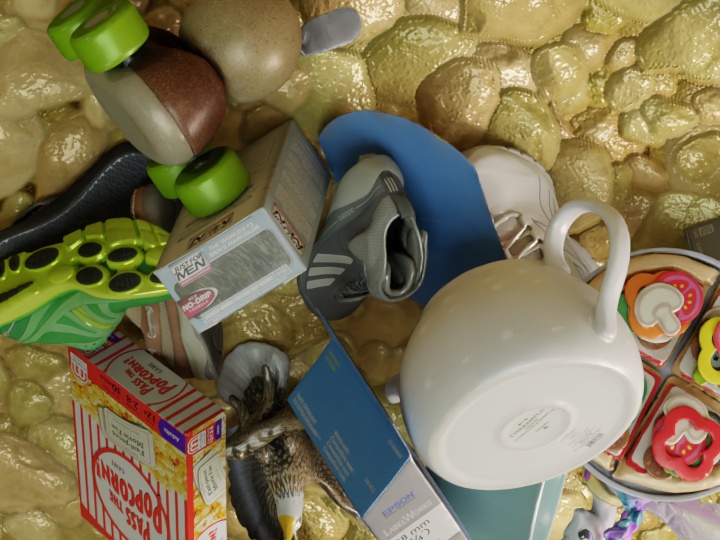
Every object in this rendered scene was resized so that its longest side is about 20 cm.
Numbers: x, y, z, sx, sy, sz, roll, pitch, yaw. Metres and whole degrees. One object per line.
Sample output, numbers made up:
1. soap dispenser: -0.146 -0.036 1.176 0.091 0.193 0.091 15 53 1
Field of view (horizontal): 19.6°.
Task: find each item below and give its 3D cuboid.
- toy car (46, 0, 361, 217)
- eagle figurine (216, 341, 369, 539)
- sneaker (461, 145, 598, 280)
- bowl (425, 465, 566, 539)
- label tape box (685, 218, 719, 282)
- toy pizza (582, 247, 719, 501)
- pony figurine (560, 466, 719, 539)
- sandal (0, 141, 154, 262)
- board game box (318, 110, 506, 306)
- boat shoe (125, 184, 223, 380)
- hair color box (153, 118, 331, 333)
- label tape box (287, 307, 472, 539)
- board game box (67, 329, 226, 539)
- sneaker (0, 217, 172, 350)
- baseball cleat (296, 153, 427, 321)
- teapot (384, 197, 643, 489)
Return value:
1. toy car: -0.103 -0.170 1.565 0.200 0.158 0.165 -38 112 -9
2. eagle figurine: -0.055 0.170 1.788 0.151 0.152 0.200 23 166 29
3. sneaker: 0.141 -0.019 1.679 0.074 0.087 0.200 -31 118 18
4. bowl: 0.116 0.160 1.748 0.104 0.201 0.202 13 123 11
5. label tape box: 0.383 0.010 1.722 0.198 0.066 0.144 -15 122 9
6. toy pizza: 0.244 0.081 1.645 0.198 0.032 0.202 0 84 -4
7. pony figurine: 0.240 0.164 1.740 0.192 0.166 0.202 0 112 -34
8. sandal: -0.239 -0.033 1.686 0.199 0.043 0.076 -34 126 7
9. board game box: 0.056 -0.053 1.650 0.157 0.039 0.201 11 135 40
10. boat shoe: -0.164 0.016 1.689 0.071 0.076 0.201 -3 130 10
11. hair color box: -0.086 -0.037 1.585 0.099 0.200 0.061 -30 107 16
12. label tape box: 0.007 0.144 1.610 0.063 0.144 0.200 -34 136 -1
13. board game box: -0.176 0.163 1.741 0.046 0.151 0.201 -30 138 -34
14. sneaker: -0.209 0.014 1.636 0.199 0.075 0.084 -12 146 29
15. baseball cleat: 0.000 0.000 1.644 0.069 0.107 0.201 -14 148 -19
16. teapot: 0.113 0.058 1.568 0.198 0.147 0.198 -16 144 -1
